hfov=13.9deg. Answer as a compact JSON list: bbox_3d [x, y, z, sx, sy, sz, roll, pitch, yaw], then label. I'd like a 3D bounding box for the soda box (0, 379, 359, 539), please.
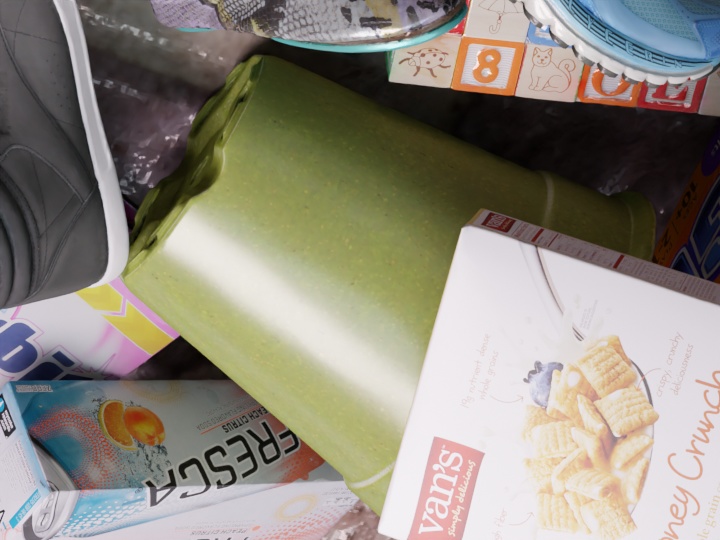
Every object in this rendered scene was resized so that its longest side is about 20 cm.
[{"bbox_3d":[-0.092,0.095,1.402,0.200,0.064,0.068,1,143,-41],"label":"soda box"}]

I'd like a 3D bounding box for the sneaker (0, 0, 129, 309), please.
[{"bbox_3d":[-0.168,-0.070,1.247,0.071,0.099,0.200,-3,110,42],"label":"sneaker"}]

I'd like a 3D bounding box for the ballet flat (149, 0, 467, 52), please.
[{"bbox_3d":[-0.035,-0.131,1.229,0.072,0.200,0.072,-6,100,-36],"label":"ballet flat"}]

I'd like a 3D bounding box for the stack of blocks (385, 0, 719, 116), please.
[{"bbox_3d":[0.117,-0.135,1.301,0.199,0.059,0.115,6,126,-9],"label":"stack of blocks"}]

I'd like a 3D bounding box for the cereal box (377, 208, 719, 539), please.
[{"bbox_3d":[0.119,0.072,1.222,0.200,0.040,0.144,17,107,9],"label":"cereal box"}]

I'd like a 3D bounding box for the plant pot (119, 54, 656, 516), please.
[{"bbox_3d":[0.000,0.000,1.333,0.190,0.200,0.200,33,119,-12],"label":"plant pot"}]

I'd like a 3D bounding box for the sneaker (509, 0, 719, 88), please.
[{"bbox_3d":[0.090,-0.150,1.204,0.200,0.078,0.090,33,113,-28],"label":"sneaker"}]

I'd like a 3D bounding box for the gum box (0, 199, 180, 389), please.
[{"bbox_3d":[-0.181,-0.011,1.365,0.113,0.066,0.200,-34,123,21],"label":"gum box"}]

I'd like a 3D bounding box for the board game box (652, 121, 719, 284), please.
[{"bbox_3d":[0.237,0.068,1.350,0.199,0.200,0.200,20,111,-15],"label":"board game box"}]
